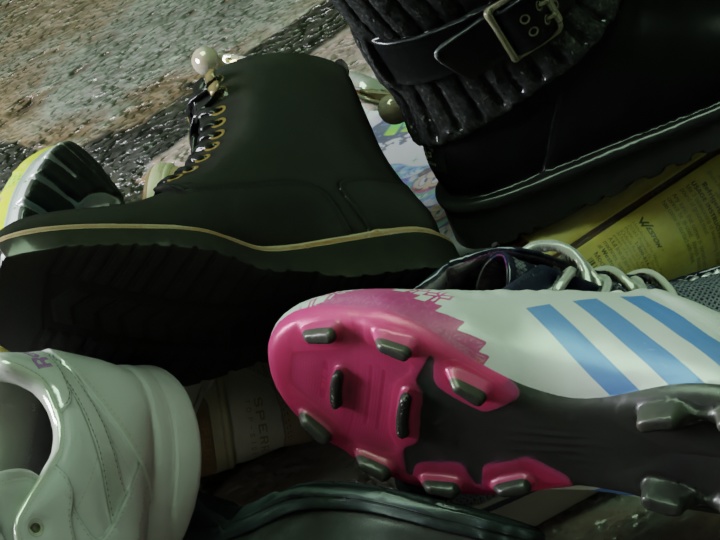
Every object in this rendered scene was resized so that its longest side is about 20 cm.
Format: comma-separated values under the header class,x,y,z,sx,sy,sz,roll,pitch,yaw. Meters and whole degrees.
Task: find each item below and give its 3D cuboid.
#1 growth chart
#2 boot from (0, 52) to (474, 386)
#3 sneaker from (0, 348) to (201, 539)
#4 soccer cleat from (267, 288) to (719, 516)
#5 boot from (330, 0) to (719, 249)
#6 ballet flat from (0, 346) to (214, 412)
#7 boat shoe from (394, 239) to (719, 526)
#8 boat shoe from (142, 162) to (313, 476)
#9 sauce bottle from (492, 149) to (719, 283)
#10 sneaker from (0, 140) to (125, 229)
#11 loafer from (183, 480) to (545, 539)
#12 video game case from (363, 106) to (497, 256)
class,x,y,z,sx,sy,sz,roll,pitch,yaw
growth chart,0.016,-0.078,1.090,0.144,0.018,0.200,10,5,-35
boot,-0.068,-0.030,0.916,0.199,0.078,0.139,4,46,-35
sneaker,-0.106,0.121,0.808,0.075,0.099,0.201,-24,58,37
soccer cleat,0.068,0.039,0.825,0.199,0.070,0.086,11,32,20
boot,0.093,-0.118,0.934,0.210,0.158,0.079,-27,21,-3
ballet flat,-0.103,0.048,0.914,0.070,0.071,0.199,6,20,45
boat shoe,0.094,0.022,0.893,0.199,0.093,0.075,-29,27,-10
boat shoe,-0.059,0.016,1.057,0.065,0.073,0.200,-10,34,-6
sauce bottle,0.141,-0.030,0.987,0.199,0.066,0.066,-31,27,-18
sneaker,-0.155,0.028,1.003,0.090,0.078,0.201,-17,42,33
loafer,-0.022,0.117,0.860,0.199,0.073,0.073,-7,71,37
video game case,0.050,-0.049,1.138,0.199,0.024,0.182,-8,31,28
